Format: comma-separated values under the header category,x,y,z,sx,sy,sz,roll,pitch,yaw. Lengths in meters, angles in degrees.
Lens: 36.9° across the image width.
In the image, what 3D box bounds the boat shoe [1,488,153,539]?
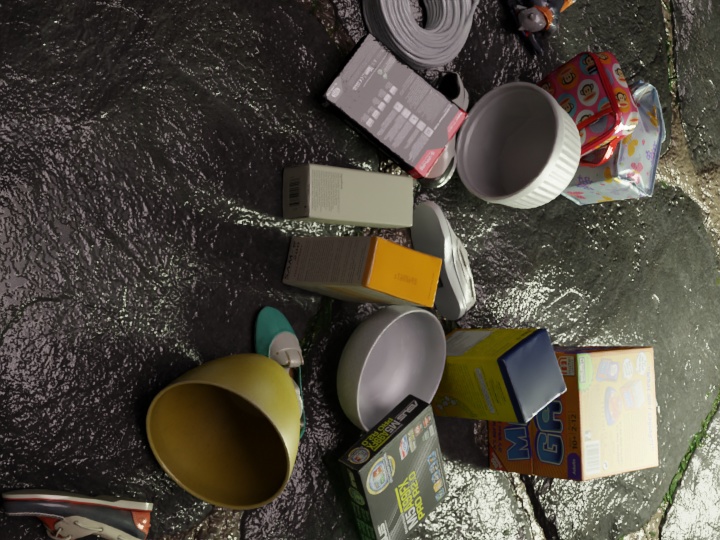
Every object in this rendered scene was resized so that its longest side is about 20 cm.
category,x,y,z,sx,sy,sz,roll,pitch,yaw
boat shoe,-0.344,0.303,1.315,0.200,0.071,0.063,19,79,-41

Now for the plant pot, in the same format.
category,x,y,z,sx,sy,sz,roll,pitch,yaw
plant pot,-0.158,0.190,1.412,0.200,0.200,0.142,63,31,-18

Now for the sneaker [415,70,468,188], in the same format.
category,x,y,z,sx,sy,sz,roll,pitch,yaw
sneaker,0.121,-0.226,1.704,0.080,0.074,0.200,66,33,-65

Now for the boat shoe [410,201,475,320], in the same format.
category,x,y,z,sx,sy,sz,roll,pitch,yaw
boat shoe,0.140,-0.022,1.724,0.066,0.072,0.200,-32,108,-40

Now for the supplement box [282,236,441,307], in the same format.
category,x,y,z,sx,sy,sz,roll,pitch,yaw
supplement box,0.000,0.000,1.524,0.126,0.200,0.074,18,80,-38

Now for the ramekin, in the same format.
category,x,y,z,sx,sy,sz,roll,pitch,yaw
ramekin,0.263,-0.197,1.759,0.105,0.200,0.201,20,75,-46

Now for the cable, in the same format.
category,x,y,z,sx,sy,sz,roll,pitch,yaw
cable,0.092,-0.420,1.710,0.200,0.069,0.200,26,72,-34

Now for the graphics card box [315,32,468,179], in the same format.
category,x,y,z,sx,sy,sz,roll,pitch,yaw
graphics card box,0.048,-0.246,1.623,0.200,0.051,0.126,37,82,-14

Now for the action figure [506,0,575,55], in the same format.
category,x,y,z,sx,sy,sz,roll,pitch,yaw
action figure,0.311,-0.490,1.872,0.200,0.104,0.194,49,50,-28

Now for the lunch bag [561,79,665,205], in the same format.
category,x,y,z,sx,sy,sz,roll,pitch,yaw
lunch bag,0.444,-0.229,1.918,0.127,0.169,0.201,21,74,-35

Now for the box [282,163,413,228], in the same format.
category,x,y,z,sx,sy,sz,roll,pitch,yaw
box,-0.016,-0.108,1.602,0.200,0.068,0.082,5,85,-39

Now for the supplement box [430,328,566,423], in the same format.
category,x,y,z,sx,sy,sz,roll,pitch,yaw
supplement box,0.199,0.160,1.676,0.109,0.200,0.110,-30,106,-36

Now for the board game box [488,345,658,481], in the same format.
category,x,y,z,sx,sy,sz,roll,pitch,yaw
board game box,0.351,0.230,1.796,0.199,0.200,0.201,0,87,-39

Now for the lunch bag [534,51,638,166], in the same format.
category,x,y,z,sx,sy,sz,roll,pitch,yaw
lunch bag,0.370,-0.258,1.829,0.082,0.200,0.177,-11,77,-40

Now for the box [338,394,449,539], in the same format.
category,x,y,z,sx,sy,sz,roll,pitch,yaw
box,0.054,0.308,1.602,0.160,0.044,0.200,-39,132,-32

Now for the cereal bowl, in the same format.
category,x,y,z,sx,sy,sz,roll,pitch,yaw
cereal bowl,0.035,0.141,1.602,0.200,0.083,0.201,-22,122,-40

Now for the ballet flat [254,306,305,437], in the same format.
category,x,y,z,sx,sy,sz,roll,pitch,yaw
ballet flat,-0.105,0.149,1.514,0.067,0.070,0.201,-3,89,-39
